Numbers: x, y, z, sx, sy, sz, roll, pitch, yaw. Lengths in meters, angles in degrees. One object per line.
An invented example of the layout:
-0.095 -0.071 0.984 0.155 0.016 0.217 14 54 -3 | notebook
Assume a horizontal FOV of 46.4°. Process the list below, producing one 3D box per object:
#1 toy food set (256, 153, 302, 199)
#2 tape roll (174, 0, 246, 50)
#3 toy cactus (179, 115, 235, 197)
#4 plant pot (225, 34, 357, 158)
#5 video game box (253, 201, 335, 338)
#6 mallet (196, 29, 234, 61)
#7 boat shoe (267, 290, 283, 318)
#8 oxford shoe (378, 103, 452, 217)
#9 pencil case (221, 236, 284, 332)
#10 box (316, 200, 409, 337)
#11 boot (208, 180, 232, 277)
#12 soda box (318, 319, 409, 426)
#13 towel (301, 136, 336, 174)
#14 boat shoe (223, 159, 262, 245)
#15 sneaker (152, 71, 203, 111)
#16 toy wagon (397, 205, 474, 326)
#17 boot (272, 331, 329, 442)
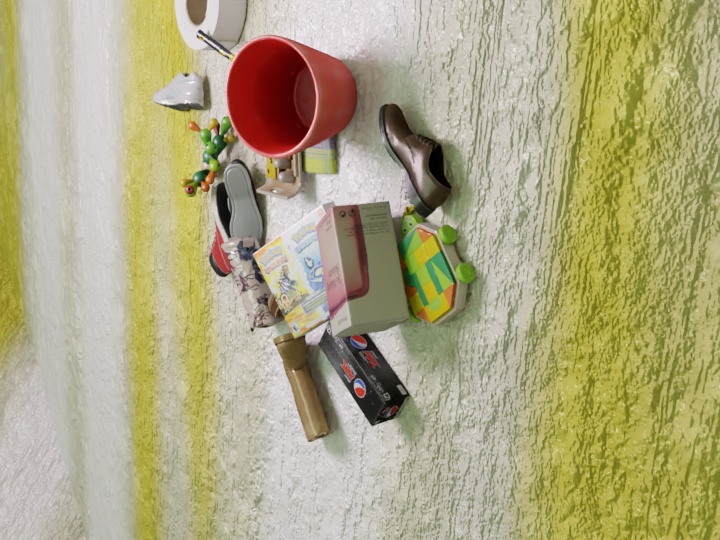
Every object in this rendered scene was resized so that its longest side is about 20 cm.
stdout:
-0.174 -0.248 1.646 0.143 0.059 0.205 18 112 57 | toy food set
-0.321 -0.571 1.786 0.200 0.070 0.208 14 108 49 | tape roll
-0.339 -0.240 1.840 0.165 0.100 0.205 122 163 -74 | toy cactus
-0.106 -0.302 1.455 0.196 0.176 0.206 7 105 30 | plant pot
-0.087 0.001 1.562 0.198 0.047 0.185 -32 81 32 | video game box
-0.261 -0.424 1.718 0.198 0.041 0.067 31 129 19 | mallet
-0.120 0.038 1.658 0.075 0.075 0.201 55 136 20 | boat shoe
0.093 -0.193 1.352 0.084 0.072 0.203 -36 70 31 | oxford shoe
-0.227 0.023 1.761 0.089 0.077 0.204 -14 96 61 | pencil case
0.000 0.000 1.425 0.128 0.106 0.205 140 122 -70 | box
-0.314 -0.090 1.883 0.143 0.071 0.205 -15 89 53 | boot
0.004 0.180 1.536 0.201 0.062 0.072 54 135 31 | soda box
-0.091 -0.288 1.593 0.142 0.022 0.205 13 108 49 | towel
-0.247 -0.137 1.794 0.061 0.074 0.205 -92 0 -67 | boat shoe
-0.418 -0.417 1.958 0.198 0.069 0.082 10 90 48 | sneaker
0.106 -0.013 1.385 0.155 0.039 0.203 -42 65 47 | toy wagon
-0.110 0.229 1.660 0.175 0.065 0.204 85 167 -76 | boot
